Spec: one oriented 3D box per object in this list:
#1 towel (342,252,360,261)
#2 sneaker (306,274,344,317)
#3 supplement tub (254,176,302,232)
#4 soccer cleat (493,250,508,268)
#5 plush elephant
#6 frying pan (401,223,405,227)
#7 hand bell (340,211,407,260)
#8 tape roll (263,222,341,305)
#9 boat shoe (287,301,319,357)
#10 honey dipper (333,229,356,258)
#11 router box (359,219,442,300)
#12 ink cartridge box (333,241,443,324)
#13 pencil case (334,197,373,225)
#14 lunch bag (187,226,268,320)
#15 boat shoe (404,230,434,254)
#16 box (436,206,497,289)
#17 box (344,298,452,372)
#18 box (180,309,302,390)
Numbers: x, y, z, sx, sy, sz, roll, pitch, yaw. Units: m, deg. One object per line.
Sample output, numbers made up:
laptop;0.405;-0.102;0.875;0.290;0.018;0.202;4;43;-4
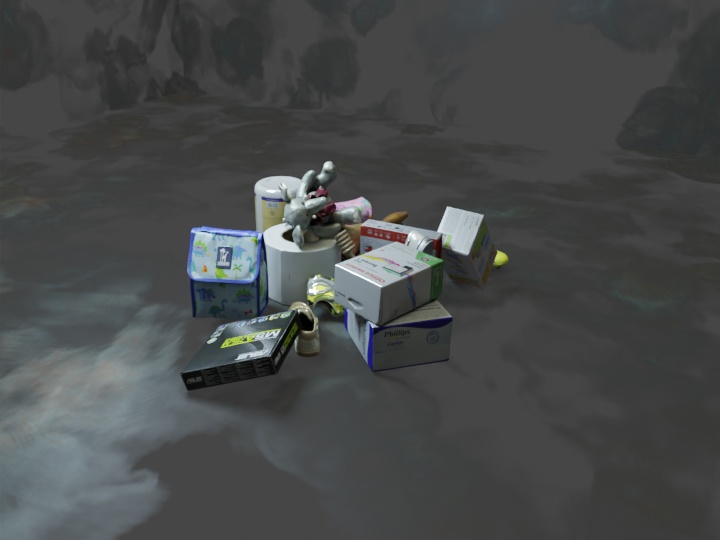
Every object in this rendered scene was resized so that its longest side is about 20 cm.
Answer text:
towel;-0.058;-0.067;1.891;0.161;0.088;0.200;13;26;20
sneaker;-0.033;0.076;1.611;0.194;0.076;0.078;14;64;-2
supplement tub;-0.217;-0.141;1.895;0.141;0.206;0.146;1;23;0
soccer cleat;0.313;-0.061;1.907;0.196;0.086;0.064;17;27;29
plush elephant;-0.118;-0.147;1.636;0.196;0.168;0.155;-23;5;13
frying pan;0.139;-0.077;1.871;0.189;0.031;0.116;40;18;-32
hand bell;0.037;-0.106;1.771;0.196;0.107;0.104;-23;32;-21
tape roll;-0.144;-0.021;1.716;0.196;0.143;0.204;2;23;-1
boat shoe;-0.124;0.111;1.515;0.070;0.067;0.201;-2;25;-10
honey dipper;0.000;0.000;1.649;0.037;0.203;0.038;-29;5;3
router box;0.095;-0.015;1.671;0.195;0.185;0.049;11;25;21
ink cartridge box;0.059;0.021;1.445;0.143;0.086;0.197;24;32;39
pencil case;-0.064;-0.146;1.860;0.195;0.090;0.087;-9;26;-27
lunch bag;-0.298;0.004;1.572;0.165;0.206;0.128;4;23;2
boat shoe;0.103;0.000;1.609;0.069;0.204;0.070;37;33;26
box;0.263;-0.053;1.724;0.099;0.200;0.115;16;71;28
box;0.076;0.112;1.482;0.179;0.108;0.200;-6;25;-17
box;-0.230;0.154;1.371;0.194;0.049;0.194;-12;18;17
